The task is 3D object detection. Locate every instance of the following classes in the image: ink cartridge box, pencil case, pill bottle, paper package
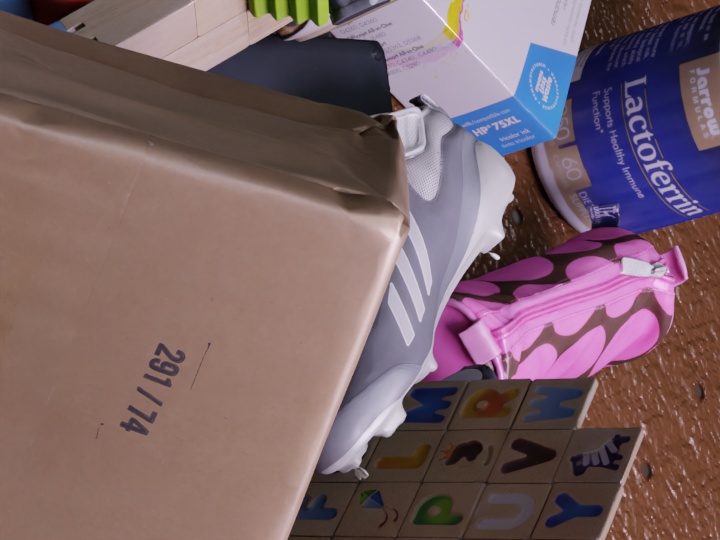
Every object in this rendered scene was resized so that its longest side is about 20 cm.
[{"bbox_3d":[0.035,-0.165,1.212,0.200,0.067,0.116,43,48,-33],"label":"ink cartridge box"},{"bbox_3d":[0.091,0.028,1.196,0.200,0.094,0.091,-22,95,-51],"label":"pencil case"},{"bbox_3d":[0.206,-0.093,1.290,0.116,0.200,0.116,21,62,-45],"label":"pill bottle"},{"bbox_3d":[-0.103,0.022,0.820,0.190,0.200,0.104,16,24,-12],"label":"paper package"}]

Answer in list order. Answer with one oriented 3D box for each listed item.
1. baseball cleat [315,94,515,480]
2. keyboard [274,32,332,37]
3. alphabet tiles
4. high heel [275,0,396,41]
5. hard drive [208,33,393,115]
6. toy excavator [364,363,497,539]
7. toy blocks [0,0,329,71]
[{"bbox_3d":[0.000,0.000,1.050,0.106,0.070,0.200,41,49,-14],"label":"baseball cleat"},{"bbox_3d":[-0.054,-0.094,1.116,0.127,0.021,0.200,-46,112,-44],"label":"keyboard"},{"bbox_3d":[0.022,0.108,1.002,0.006,0.200,0.167,62,40,-33],"label":"alphabet tiles"},{"bbox_3d":[-0.031,-0.180,1.024,0.200,0.071,0.143,-139,-155,-84],"label":"high heel"},{"bbox_3d":[-0.058,-0.043,1.059,0.200,0.033,0.140,-2,82,-44],"label":"hard drive"},{"bbox_3d":[0.005,0.152,1.031,0.100,0.194,0.200,60,13,-18],"label":"toy excavator"},{"bbox_3d":[-0.126,-0.140,0.963,0.137,0.100,0.200,-31,63,-17],"label":"toy blocks"}]
